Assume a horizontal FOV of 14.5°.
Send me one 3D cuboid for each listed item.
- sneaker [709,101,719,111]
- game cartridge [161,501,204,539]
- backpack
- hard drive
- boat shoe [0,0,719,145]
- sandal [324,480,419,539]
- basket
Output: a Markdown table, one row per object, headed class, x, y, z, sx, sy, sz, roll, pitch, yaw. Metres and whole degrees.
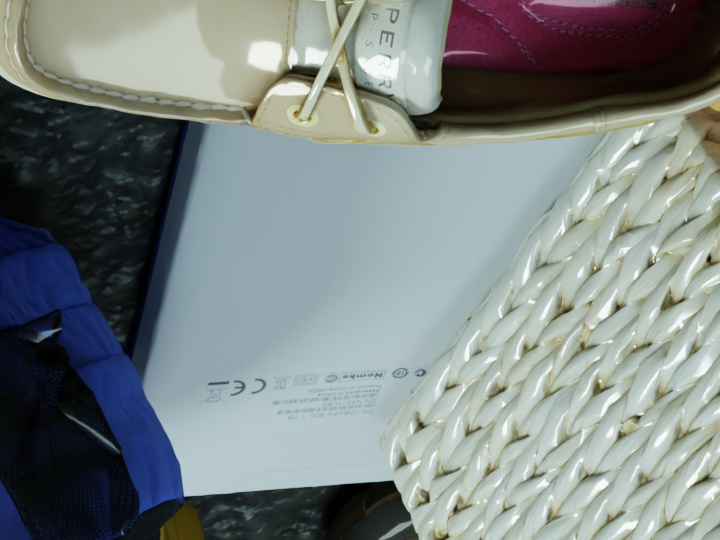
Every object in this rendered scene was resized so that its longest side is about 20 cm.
| class | x | y | z | sx | sy | sz | roll | pitch | yaw |
| --- | --- | --- | --- | --- | --- | --- | --- | --- | --- |
| sneaker | 0.136 | -0.078 | 0.798 | 0.200 | 0.078 | 0.077 | 12 | 129 | -32 |
| game cartridge | -0.118 | 0.196 | 0.965 | 0.200 | 0.176 | 0.032 | -38 | 139 | 25 |
| backpack | -0.142 | 0.046 | 0.780 | 0.162 | 0.168 | 0.200 | -23 | 175 | 15 |
| hard drive | 0.000 | 0.000 | 0.885 | 0.132 | 0.025 | 0.200 | -3 | 141 | -18 |
| boat shoe | 0.007 | -0.065 | 0.685 | 0.200 | 0.069 | 0.074 | -5 | 116 | -20 |
| sandal | 0.088 | 0.101 | 1.023 | 0.200 | 0.055 | 0.082 | -1 | 141 | -19 |
| basket | 0.143 | 0.055 | 0.874 | 0.198 | 0.161 | 0.200 | 1 | 139 | -36 |
